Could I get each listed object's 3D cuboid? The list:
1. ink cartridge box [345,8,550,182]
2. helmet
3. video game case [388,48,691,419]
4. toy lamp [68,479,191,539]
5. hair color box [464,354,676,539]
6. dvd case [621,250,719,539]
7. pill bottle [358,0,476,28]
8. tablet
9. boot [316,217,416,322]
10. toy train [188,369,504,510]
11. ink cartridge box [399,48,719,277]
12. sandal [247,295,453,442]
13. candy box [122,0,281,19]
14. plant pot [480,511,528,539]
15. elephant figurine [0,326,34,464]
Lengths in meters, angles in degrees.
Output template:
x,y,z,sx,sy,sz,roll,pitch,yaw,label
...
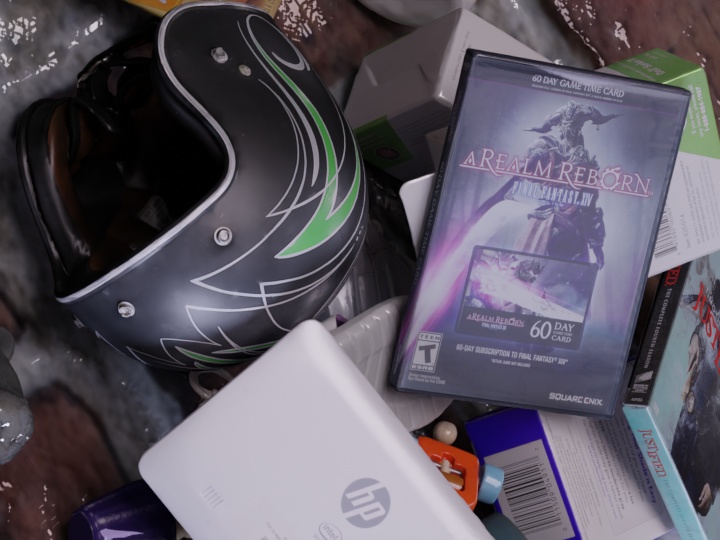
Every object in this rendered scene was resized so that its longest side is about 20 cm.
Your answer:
x,y,z,sx,sy,sz,roll,pitch,yaw,label
0.101,-0.076,1.830,0.200,0.117,0.068,30,64,-25,ink cartridge box
-0.090,-0.039,1.667,0.199,0.200,0.191,-11,75,-34,helmet
0.104,-0.019,1.683,0.142,0.019,0.201,8,102,-23,video game case
-0.077,0.141,1.708,0.199,0.058,0.058,-9,83,-35,toy lamp
0.159,0.117,1.830,0.200,0.065,0.110,-16,87,-49,hair color box
0.215,0.056,1.820,0.146,0.022,0.200,63,35,-39,dvd case
0.065,-0.260,1.864,0.116,0.116,0.200,43,60,-16,pill bottle
-0.014,0.141,1.607,0.130,0.014,0.200,-39,101,-5,tablet
0.000,0.000,1.793,0.095,0.073,0.201,-6,89,-40,boot
-0.015,0.129,1.690,0.199,0.056,0.150,18,30,-12,toy train
0.114,-0.042,1.728,0.199,0.067,0.118,-20,112,-14,ink cartridge box
-0.010,0.058,1.687,0.202,0.050,0.083,-15,112,-51,sandal
-0.130,-0.219,1.742,0.199,0.055,0.116,24,92,-26,candy box
0.066,0.261,1.706,0.134,0.200,0.201,-26,93,-8,plant pot
-0.276,0.041,1.554,0.142,0.155,0.200,-48,115,-9,elephant figurine
